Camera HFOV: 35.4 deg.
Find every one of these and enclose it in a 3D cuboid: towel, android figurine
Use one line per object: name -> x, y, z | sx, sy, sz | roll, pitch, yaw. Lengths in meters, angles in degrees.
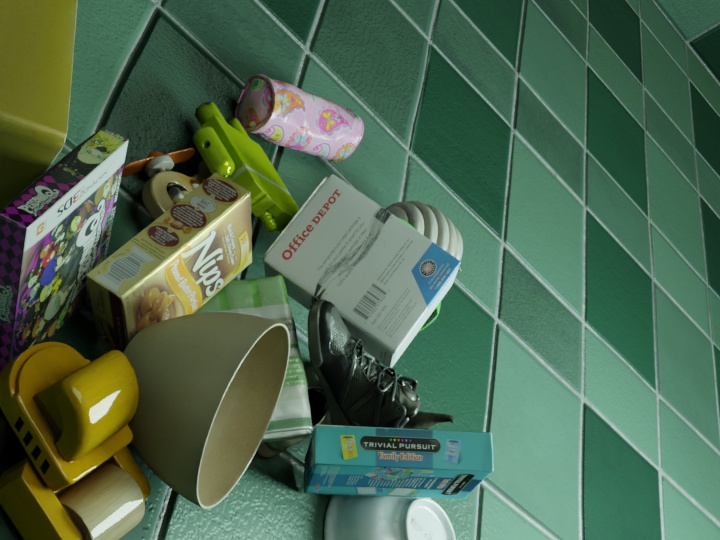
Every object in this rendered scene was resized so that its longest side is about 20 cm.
towel -> -0.141, 0.105, 1.295 | 0.149, 0.031, 0.201 | -4, 64, -17
android figurine -> -0.143, -0.124, 1.444 | 0.200, 0.041, 0.182 | 59, 13, 22

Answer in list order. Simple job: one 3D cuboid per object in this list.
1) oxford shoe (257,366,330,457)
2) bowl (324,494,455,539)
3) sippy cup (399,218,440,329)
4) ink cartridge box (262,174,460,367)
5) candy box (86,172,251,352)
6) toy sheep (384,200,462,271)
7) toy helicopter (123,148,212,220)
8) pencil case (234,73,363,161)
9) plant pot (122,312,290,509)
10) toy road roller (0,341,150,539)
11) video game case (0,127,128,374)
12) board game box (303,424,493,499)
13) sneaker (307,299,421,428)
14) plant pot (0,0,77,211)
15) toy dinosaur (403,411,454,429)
oxford shoe -> -0.055, 0.163, 1.381 | 0.071, 0.074, 0.200 | 57, 35, -7
bowl -> 0.055, 0.338, 1.389 | 0.201, 0.090, 0.202 | 32, 44, -37
sippy cup -> 0.018, 0.014, 1.529 | 0.139, 0.130, 0.178 | -21, 84, -57
ink cartridge box -> 0.000, 0.000, 1.392 | 0.200, 0.084, 0.145 | 35, 73, 9
candy box -> -0.200, -0.003, 1.217 | 0.055, 0.116, 0.200 | 31, 53, 21
toy sheep -> 0.072, -0.037, 1.634 | 0.200, 0.138, 0.138 | 20, 52, -44
toy helicopter -> -0.212, -0.103, 1.384 | 0.132, 0.079, 0.200 | 46, 26, -7
pencil case -> -0.086, -0.214, 1.601 | 0.200, 0.087, 0.088 | 11, 58, -50
plant pot -> -0.175, 0.124, 1.158 | 0.134, 0.201, 0.200 | 22, 34, 13
toy road roller -> -0.262, 0.161, 1.050 | 0.200, 0.146, 0.123 | 60, 35, -3
video game case -> -0.297, -0.016, 1.097 | 0.036, 0.200, 0.181 | 25, 37, 6
board game box -> 0.039, 0.223, 1.304 | 0.199, 0.151, 0.047 | 3, 67, -7
sneaker -> 0.008, 0.119, 1.323 | 0.076, 0.114, 0.200 | -54, 130, -62
plant pot -> -0.398, -0.176, 1.084 | 0.176, 0.200, 0.201 | 17, 53, -31
toy dinosaur -> 0.046, 0.199, 1.409 | 0.102, 0.200, 0.077 | 41, 72, -12
